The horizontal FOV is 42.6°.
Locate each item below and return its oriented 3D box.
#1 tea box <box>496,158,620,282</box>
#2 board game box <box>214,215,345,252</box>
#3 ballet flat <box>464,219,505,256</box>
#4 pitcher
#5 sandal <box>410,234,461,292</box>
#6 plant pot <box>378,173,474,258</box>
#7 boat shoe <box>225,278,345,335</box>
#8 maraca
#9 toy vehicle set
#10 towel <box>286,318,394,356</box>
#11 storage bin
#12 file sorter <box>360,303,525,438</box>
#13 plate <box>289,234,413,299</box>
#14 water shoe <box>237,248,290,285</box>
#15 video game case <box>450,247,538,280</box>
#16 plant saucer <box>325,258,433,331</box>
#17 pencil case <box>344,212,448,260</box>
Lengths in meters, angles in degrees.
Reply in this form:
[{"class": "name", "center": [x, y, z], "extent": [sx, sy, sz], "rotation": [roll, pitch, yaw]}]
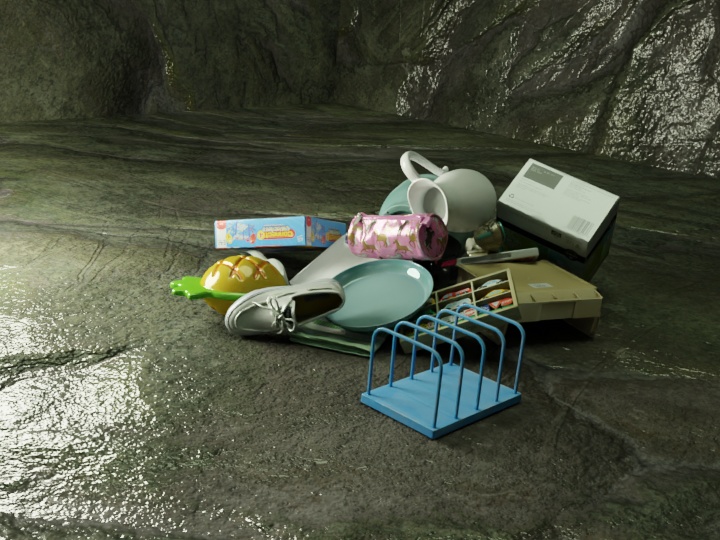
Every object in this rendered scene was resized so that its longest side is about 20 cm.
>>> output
[{"class": "tea box", "center": [0.387, -0.084, 1.844], "extent": [0.200, 0.197, 0.134], "rotation": [28, 64, 24]}, {"class": "board game box", "center": [-0.155, -0.069, 1.843], "extent": [0.195, 0.056, 0.200], "rotation": [-1, -2, 22]}, {"class": "ballet flat", "center": [0.236, -0.053, 1.774], "extent": [0.075, 0.068, 0.200], "rotation": [-20, -10, 5]}, {"class": "pitcher", "center": [0.163, -0.152, 1.749], "extent": [0.121, 0.172, 0.200], "rotation": [-30, -11, 37]}, {"class": "sandal", "center": [0.144, -0.027, 1.678], "extent": [0.075, 0.045, 0.200], "rotation": [33, 35, -1]}, {"class": "plant pot", "center": [0.115, -0.088, 1.887], "extent": [0.200, 0.201, 0.134], "rotation": [14, 20, 26]}, {"class": "boat shoe", "center": [-0.119, 0.069, 1.494], "extent": [0.202, 0.075, 0.086], "rotation": [-12, 16, -6]}, {"class": "maraca", "center": [-0.223, 0.029, 1.581], "extent": [0.200, 0.107, 0.137], "rotation": [-1, 11, -16]}, {"class": "toy vehicle set", "center": [0.162, 0.066, 1.530], "extent": [0.200, 0.027, 0.124], "rotation": [-18, 27, 11]}, {"class": "towel", "center": [-0.023, 0.091, 1.578], "extent": [0.152, 0.023, 0.200], "rotation": [11, 18, 15]}, {"class": "storage bin", "center": [0.297, 0.055, 1.666], "extent": [0.200, 0.094, 0.199], "rotation": [-2, 19, -23]}, {"class": "file sorter", "center": [0.122, 0.134, 1.322], "extent": [0.200, 0.123, 0.139], "rotation": [-13, 24, -43]}, {"class": "plate", "center": [0.000, 0.000, 1.719], "extent": [0.200, 0.032, 0.200], "rotation": [8, 33, 33]}, {"class": "water shoe", "center": [-0.192, 0.016, 1.723], "extent": [0.079, 0.072, 0.200], "rotation": [-24, 22, -20]}, {"class": "video game case", "center": [0.238, -0.009, 1.801], "extent": [0.200, 0.017, 0.143], "rotation": [-7, -11, 1]}, {"class": "plant saucer", "center": [0.027, 0.045, 1.570], "extent": [0.200, 0.027, 0.200], "rotation": [-10, 33, 6]}, {"class": "pencil case", "center": [0.064, -0.061, 1.647], "extent": [0.086, 0.083, 0.200], "rotation": [21, -12, -42]}]
